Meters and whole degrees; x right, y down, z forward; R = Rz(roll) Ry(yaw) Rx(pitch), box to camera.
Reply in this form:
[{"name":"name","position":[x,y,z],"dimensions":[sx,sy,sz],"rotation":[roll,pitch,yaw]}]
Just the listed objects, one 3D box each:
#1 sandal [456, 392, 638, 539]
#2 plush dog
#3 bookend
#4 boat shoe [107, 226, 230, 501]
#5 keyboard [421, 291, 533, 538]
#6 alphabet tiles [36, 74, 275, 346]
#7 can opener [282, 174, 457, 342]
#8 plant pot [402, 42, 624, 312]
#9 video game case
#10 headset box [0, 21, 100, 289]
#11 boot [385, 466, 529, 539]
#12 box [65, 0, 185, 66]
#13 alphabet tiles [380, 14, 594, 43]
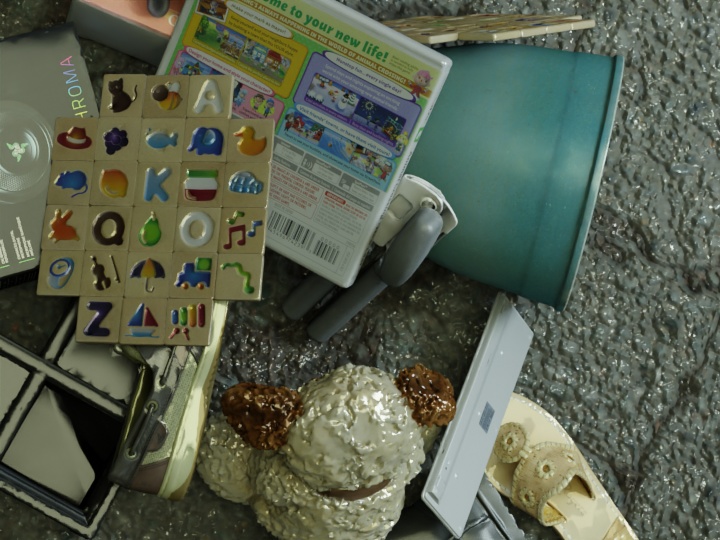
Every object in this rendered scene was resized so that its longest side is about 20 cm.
[{"name":"sandal","position":[0.163,0.174,1.448],"dimensions":[0.078,0.070,0.212],"rotation":[-41,94,-13]},{"name":"plush dog","position":[-0.016,0.136,1.338],"dimensions":[0.198,0.173,0.161],"rotation":[-9,52,-12]},{"name":"bookend","position":[-0.239,0.066,1.357],"dimensions":[0.198,0.092,0.201],"rotation":[31,78,-8]},{"name":"boat shoe","position":[-0.138,0.061,1.296],"dimensions":[0.065,0.072,0.203],"rotation":[10,87,-18]},{"name":"keyboard","position":[0.094,0.110,1.420],"dimensions":[0.056,0.011,0.201],"rotation":[55,45,-38]},{"name":"alphabet tiles","position":[-0.146,-0.045,1.295],"dimensions":[0.165,0.006,0.202],"rotation":[1,74,11]},{"name":"can opener","position":[0.000,0.000,1.364],"dimensions":[0.053,0.200,0.067],"rotation":[41,44,-6]},{"name":"plant pot","position":[0.090,-0.089,1.403],"dimensions":[0.186,0.200,0.202],"rotation":[14,81,3]},{"name":"video game case","position":[-0.057,-0.113,1.320],"dimensions":[0.199,0.022,0.183],"rotation":[28,105,11]},{"name":"headset box","position":[-0.289,-0.073,1.360],"dimensions":[0.198,0.093,0.176],"rotation":[-15,87,-13]},{"name":"boot","position":[0.048,0.270,1.414],"dimensions":[0.199,0.066,0.165],"rotation":[-33,84,-17]},{"name":"box","position":[-0.122,-0.259,1.409],"dimensions":[0.151,0.106,0.202],"rotation":[21,80,-10]},{"name":"alphabet tiles","position":[0.075,-0.187,1.396],"dimensions":[0.199,0.165,0.006],"rotation":[-15,107,-48]}]
